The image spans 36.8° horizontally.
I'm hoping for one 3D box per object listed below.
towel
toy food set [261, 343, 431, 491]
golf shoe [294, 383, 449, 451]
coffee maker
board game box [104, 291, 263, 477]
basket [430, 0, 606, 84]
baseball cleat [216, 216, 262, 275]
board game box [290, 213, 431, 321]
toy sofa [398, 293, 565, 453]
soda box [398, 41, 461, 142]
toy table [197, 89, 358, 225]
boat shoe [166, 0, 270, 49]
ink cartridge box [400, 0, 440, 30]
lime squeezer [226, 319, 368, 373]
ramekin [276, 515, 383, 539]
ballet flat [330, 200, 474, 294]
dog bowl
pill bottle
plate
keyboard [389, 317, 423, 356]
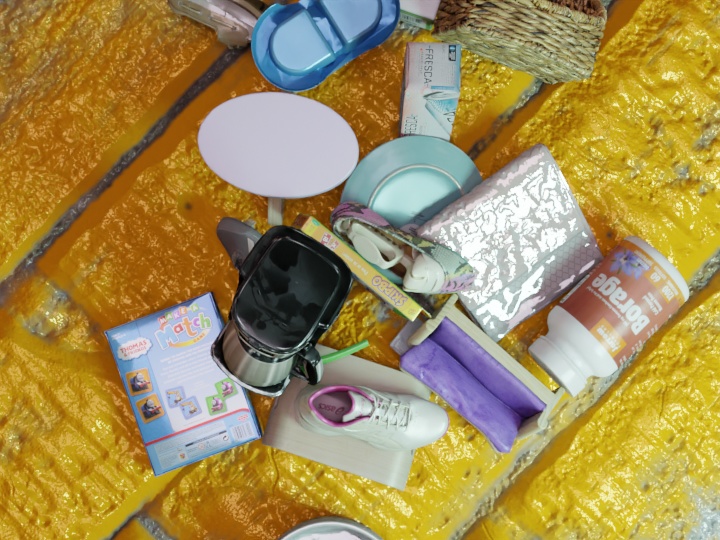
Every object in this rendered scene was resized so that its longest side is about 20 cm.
[{"bbox_3d":[0.198,-0.032,1.398,0.199,0.032,0.192,-35,108,-1],"label":"towel"},{"bbox_3d":[-0.016,0.188,1.418,0.198,0.060,0.145,18,78,-1],"label":"toy food set"},{"bbox_3d":[0.016,0.182,1.345,0.197,0.092,0.076,6,77,-5],"label":"golf shoe"},{"bbox_3d":[-0.090,0.028,1.253,0.133,0.200,0.194,11,68,-10],"label":"coffee maker"},{"bbox_3d":[-0.231,0.148,1.422,0.150,0.037,0.202,-20,90,1],"label":"board game box"},{"bbox_3d":[0.210,-0.337,1.353,0.198,0.143,0.151,18,90,-17],"label":"basket"},{"bbox_3d":[-0.131,0.017,1.385,0.200,0.070,0.106,41,60,14],"label":"baseball cleat"},{"bbox_3d":[0.000,0.000,1.360,0.199,0.095,0.030,37,87,-12],"label":"board game box"},{"bbox_3d":[0.152,0.135,1.384,0.200,0.083,0.098,41,65,1],"label":"toy sofa"},{"bbox_3d":[0.084,-0.211,1.343,0.067,0.200,0.064,2,77,1],"label":"soda box"},{"bbox_3d":[-0.101,-0.152,1.387,0.198,0.117,0.186,18,90,1],"label":"toy table"},{"bbox_3d":[-0.160,-0.326,1.417,0.199,0.075,0.069,34,109,-1],"label":"boat shoe"},{"bbox_3d":[0.077,-0.430,1.418,0.103,0.059,0.202,18,89,0],"label":"ink cartridge box"},{"bbox_3d":[-0.090,0.110,1.394,0.197,0.071,0.038,6,133,18],"label":"lime squeezer"},{"bbox_3d":[-0.039,0.410,1.385,0.197,0.105,0.203,0,89,0],"label":"ramekin"},{"bbox_3d":[0.047,-0.017,1.342,0.199,0.071,0.069,30,122,-1],"label":"ballet flat"},{"bbox_3d":[-0.044,-0.302,1.357,0.199,0.050,0.112,-34,93,-4],"label":"dog bowl"},{"bbox_3d":[0.313,0.062,1.383,0.200,0.112,0.112,-45,89,-2],"label":"pill bottle"},{"bbox_3d":[0.071,-0.072,1.393,0.197,0.026,0.203,-4,111,-11],"label":"plate"},{"bbox_3d":[0.128,0.145,1.427,0.200,0.011,0.056,42,61,0],"label":"keyboard"}]
